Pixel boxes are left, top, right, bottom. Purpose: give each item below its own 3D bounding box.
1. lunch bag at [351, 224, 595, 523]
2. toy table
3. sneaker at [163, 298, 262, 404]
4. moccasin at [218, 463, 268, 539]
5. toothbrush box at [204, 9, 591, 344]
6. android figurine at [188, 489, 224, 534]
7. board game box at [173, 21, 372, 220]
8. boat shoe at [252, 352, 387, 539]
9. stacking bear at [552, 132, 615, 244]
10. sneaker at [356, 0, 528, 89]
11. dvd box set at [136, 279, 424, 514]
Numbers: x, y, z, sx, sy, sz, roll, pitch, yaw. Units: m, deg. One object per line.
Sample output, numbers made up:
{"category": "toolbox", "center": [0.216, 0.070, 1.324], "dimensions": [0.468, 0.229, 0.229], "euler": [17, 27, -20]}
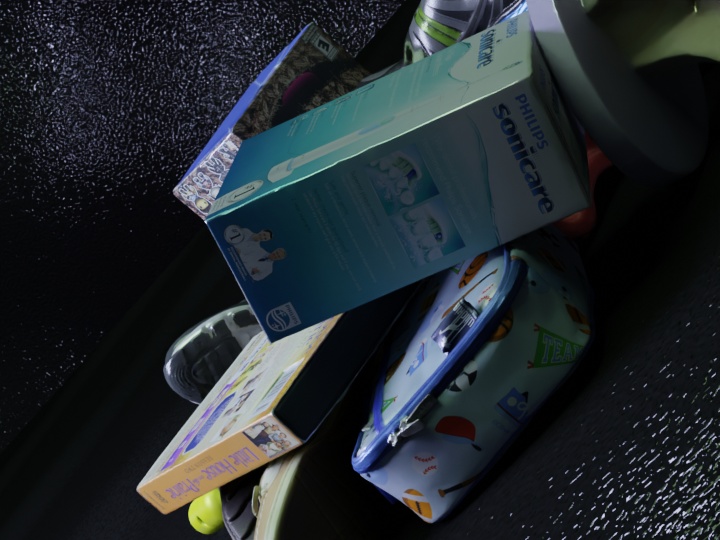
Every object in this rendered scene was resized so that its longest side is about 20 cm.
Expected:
{"category": "lunch bag", "center": [0.059, 0.049, 1.045], "dimensions": [0.160, 0.075, 0.200], "euler": [-49, 8, 19]}
{"category": "toy table", "center": [0.179, -0.162, 1.043], "dimensions": [0.183, 0.201, 0.117], "euler": [-2, -27, -46]}
{"category": "sneaker", "center": [-0.056, 0.044, 1.327], "dimensions": [0.199, 0.075, 0.085], "euler": [-20, 15, -24]}
{"category": "moccasin", "center": [-0.056, 0.151, 1.192], "dimensions": [0.074, 0.078, 0.201], "euler": [-35, 24, -6]}
{"category": "toothbrush box", "center": [0.025, -0.057, 1.049], "dimensions": [0.199, 0.086, 0.147], "euler": [-25, 17, 13]}
{"category": "android figurine", "center": [-0.065, 0.120, 1.401], "dimensions": [0.182, 0.041, 0.200], "euler": [-50, 2, -27]}
{"category": "board game box", "center": [-0.021, -0.068, 1.476], "dimensions": [0.097, 0.200, 0.160], "euler": [-39, 15, 45]}
{"category": "boat shoe", "center": [-0.025, 0.124, 1.097], "dimensions": [0.063, 0.073, 0.201], "euler": [-28, 24, 31]}
{"category": "stacking bear", "center": [0.070, -0.035, 1.232], "dimensions": [0.200, 0.113, 0.122], "euler": [-47, 11, 49]}
{"category": "sneaker", "center": [0.066, -0.164, 1.183], "dimensions": [0.071, 0.083, 0.199], "euler": [-20, -15, -48]}
{"category": "dvd box set", "center": [-0.051, 0.070, 1.128], "dimensions": [0.147, 0.029, 0.200], "euler": [-53, 12, -34]}
